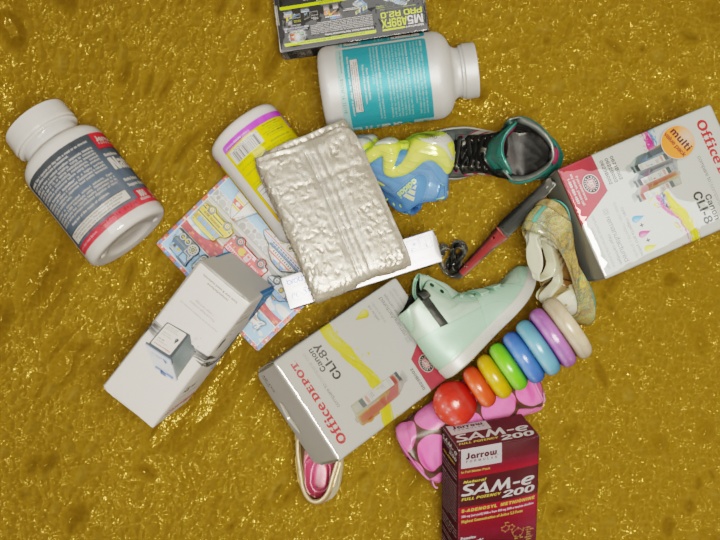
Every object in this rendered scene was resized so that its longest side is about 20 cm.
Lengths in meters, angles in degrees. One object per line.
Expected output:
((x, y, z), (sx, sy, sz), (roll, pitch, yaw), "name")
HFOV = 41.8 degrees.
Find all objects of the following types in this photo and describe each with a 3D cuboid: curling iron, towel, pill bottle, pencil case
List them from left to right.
((-0.360, -0.117, 1.219), (0.119, 0.120, 0.200), (-40, 88, 2), "pill bottle")
((-0.094, -0.107, 1.212), (0.104, 0.104, 0.200), (-38, 88, 2), "pill bottle")
((-0.035, -0.073, 1.143), (0.132, 0.034, 0.201), (-22, 85, -6), "towel")
((0.049, -0.242, 1.202), (0.199, 0.111, 0.112), (-7, 89, 4), "pill bottle")
((0.144, 0.186, 1.202), (0.200, 0.091, 0.094), (-35, 81, 0), "pencil case")
((0.169, -0.052, 1.184), (0.050, 0.026, 0.200), (42, 126, -12), "curling iron")

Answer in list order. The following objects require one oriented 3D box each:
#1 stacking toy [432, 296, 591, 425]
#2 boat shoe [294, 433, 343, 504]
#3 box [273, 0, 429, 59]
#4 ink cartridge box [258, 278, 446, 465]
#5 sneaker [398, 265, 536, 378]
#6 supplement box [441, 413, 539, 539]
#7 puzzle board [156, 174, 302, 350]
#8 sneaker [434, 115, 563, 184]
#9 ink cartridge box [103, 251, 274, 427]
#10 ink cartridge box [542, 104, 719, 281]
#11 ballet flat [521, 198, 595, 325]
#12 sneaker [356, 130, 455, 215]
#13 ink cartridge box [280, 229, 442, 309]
((0.176, 0.121, 1.135), (0.200, 0.085, 0.086), (-36, 87, 4), "stacking toy")
((-0.048, 0.204, 1.221), (0.073, 0.069, 0.201), (0, 89, 3), "boat shoe")
((-0.017, -0.374, 1.241), (0.199, 0.044, 0.161), (-9, 89, 3), "box")
((-0.004, 0.127, 1.174), (0.200, 0.083, 0.146), (-34, 89, -25), "ink cartridge box")
((0.133, 0.027, 1.176), (0.118, 0.074, 0.200), (48, 58, 0), "sneaker")
((0.160, 0.286, 1.167), (0.108, 0.061, 0.201), (-8, 110, -14), "supplement box")
((-0.152, -0.016, 1.257), (0.151, 0.017, 0.200), (-44, 88, 2), "puzzle board")
((0.161, -0.148, 1.189), (0.199, 0.121, 0.084), (1, 89, 4), "sneaker")
((-0.211, 0.082, 1.182), (0.086, 0.146, 0.200), (38, 99, 2), "ink cartridge box")
((0.352, -0.091, 1.165), (0.199, 0.145, 0.146), (-24, 86, 2), "ink cartridge box")
((0.241, 0.004, 1.168), (0.070, 0.071, 0.201), (-21, 124, 3), "ballet flat")
((0.027, -0.120, 1.203), (0.199, 0.076, 0.106), (2, 106, 32), "sneaker")
((0.000, 0.000, 1.201), (0.199, 0.094, 0.044), (-17, 89, -3), "ink cartridge box")
